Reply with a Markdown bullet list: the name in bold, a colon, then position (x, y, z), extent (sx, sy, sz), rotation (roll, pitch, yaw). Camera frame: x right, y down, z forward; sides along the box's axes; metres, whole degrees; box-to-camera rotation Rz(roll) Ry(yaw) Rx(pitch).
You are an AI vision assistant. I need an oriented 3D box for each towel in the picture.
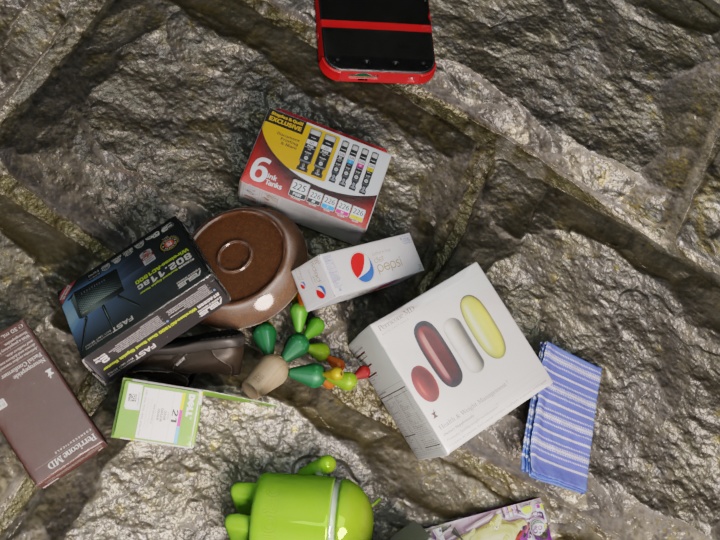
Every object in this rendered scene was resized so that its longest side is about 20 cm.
- **towel**: position (0.304, 0.220, 1.230), extent (0.144, 0.024, 0.201), rotation (25, 68, -32)

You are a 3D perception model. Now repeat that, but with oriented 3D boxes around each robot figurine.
- **robot figurine**: position (-0.073, 0.328, 1.086), extent (0.199, 0.116, 0.176), rotation (3, 52, 3)

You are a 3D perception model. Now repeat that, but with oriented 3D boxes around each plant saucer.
- **plant saucer**: position (-0.175, -0.014, 1.179), extent (0.199, 0.035, 0.201), rotation (-5, 60, 9)

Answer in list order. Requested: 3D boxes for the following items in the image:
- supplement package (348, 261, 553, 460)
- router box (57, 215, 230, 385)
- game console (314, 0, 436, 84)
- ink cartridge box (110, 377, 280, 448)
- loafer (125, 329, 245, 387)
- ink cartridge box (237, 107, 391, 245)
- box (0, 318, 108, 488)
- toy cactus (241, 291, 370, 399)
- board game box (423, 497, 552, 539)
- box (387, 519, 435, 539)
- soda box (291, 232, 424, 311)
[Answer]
- **supplement package**: position (0.124, 0.131, 1.182), extent (0.191, 0.147, 0.200), rotation (-30, 83, -19)
- **router box**: position (-0.292, 0.035, 1.105), extent (0.200, 0.062, 0.150), rotation (-35, 47, -7)
- **game console**: position (0.026, -0.396, 1.385), extent (0.199, 0.031, 0.178), rotation (0, 69, -13)
- **ink cartridge box**: position (-0.214, 0.196, 1.088), extent (0.199, 0.148, 0.076), rotation (11, 78, -9)
- **loafer**: position (-0.252, 0.129, 1.125), extent (0.199, 0.073, 0.072), rotation (-8, 96, 9)
- **ink cartridge box**: position (-0.064, -0.160, 1.262), extent (0.199, 0.084, 0.176), rotation (20, 70, -5)
- **box**: position (-0.431, 0.175, 1.091), extent (0.100, 0.075, 0.200), rotation (-34, 85, -19)
- **toy cactus**: position (-0.095, 0.116, 1.154), extent (0.200, 0.102, 0.165), rotation (44, 51, 4)
- **board game box**: position (0.180, 0.405, 1.177), extent (0.199, 0.032, 0.121), rotation (-11, 80, -15)
- **box**: position (0.049, 0.447, 1.030), extent (0.199, 0.200, 0.172), rotation (-34, 83, -8)
- **soda box**: position (0.000, 0.000, 1.188), extent (0.200, 0.068, 0.064), rotation (-15, 80, -47)
